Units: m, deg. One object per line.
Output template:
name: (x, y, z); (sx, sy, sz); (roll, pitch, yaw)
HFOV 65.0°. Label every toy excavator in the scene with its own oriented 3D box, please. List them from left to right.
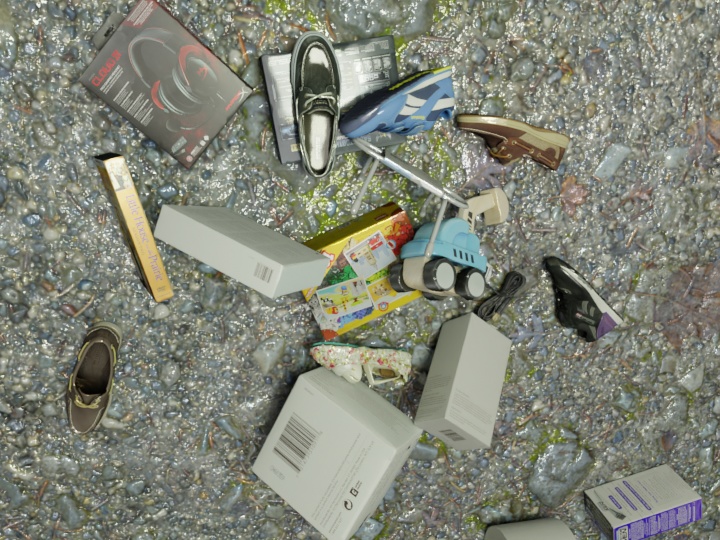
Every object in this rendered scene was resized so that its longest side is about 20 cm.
toy excavator: (0.154, -0.051, 0.882); (0.194, 0.100, 0.201); (15, 79, -35)

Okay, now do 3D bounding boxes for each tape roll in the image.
tape roll: (0.348, 0.609, 1.129); (0.138, 0.203, 0.204); (-3, 109, -9)

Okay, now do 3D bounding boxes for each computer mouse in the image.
computer mouse: (0.190, 0.002, 0.982); (0.200, 0.044, 0.110); (37, 92, -21)

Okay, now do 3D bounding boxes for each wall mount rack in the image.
wall mount rack: (0.058, -0.107, 0.804); (0.199, 0.174, 0.075); (28, 111, -9)

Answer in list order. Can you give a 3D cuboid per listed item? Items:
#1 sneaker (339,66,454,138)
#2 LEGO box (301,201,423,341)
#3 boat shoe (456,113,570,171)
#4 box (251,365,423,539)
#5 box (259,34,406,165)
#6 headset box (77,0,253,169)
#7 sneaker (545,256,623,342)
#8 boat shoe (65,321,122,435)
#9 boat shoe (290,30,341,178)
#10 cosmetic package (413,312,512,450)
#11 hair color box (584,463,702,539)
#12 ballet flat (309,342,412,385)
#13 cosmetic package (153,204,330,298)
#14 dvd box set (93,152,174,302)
sneaker: (0.062, -0.225, 0.811); (0.199, 0.074, 0.083); (-30, 119, -21)
LEGO box: (0.000, 0.000, 0.925); (0.199, 0.077, 0.150); (-25, 111, -2)
boat shoe: (0.242, -0.204, 0.912); (0.199, 0.072, 0.072); (9, 105, -20)
box: (-0.039, 0.295, 0.937); (0.200, 0.131, 0.200); (33, 105, 20)
box: (-0.039, -0.255, 0.848); (0.199, 0.051, 0.159); (-13, 110, -8)
headset box: (-0.272, -0.265, 0.785); (0.200, 0.075, 0.149); (41, 97, -20)
sneaker: (0.389, 0.062, 1.027); (0.200, 0.076, 0.088); (41, 103, -20)
boat shoe: (-0.433, 0.183, 0.909); (0.071, 0.060, 0.201); (17, 104, -17)
boat shoe: (-0.055, -0.227, 0.788); (0.072, 0.071, 0.201); (-7, 109, -9)
cosmetic package: (0.178, 0.187, 0.961); (0.107, 0.085, 0.201); (36, 54, -18)
hair color box: (0.590, 0.491, 1.187); (0.199, 0.109, 0.065); (-14, 112, -6)
ballet flat: (0.008, 0.160, 0.956); (0.199, 0.076, 0.064); (9, 64, -30)
cosmetic package: (-0.162, -0.033, 0.799); (0.199, 0.151, 0.052); (26, 105, 17)
dvd box set: (-0.323, -0.065, 0.804); (0.029, 0.146, 0.201); (-22, 113, -24)
